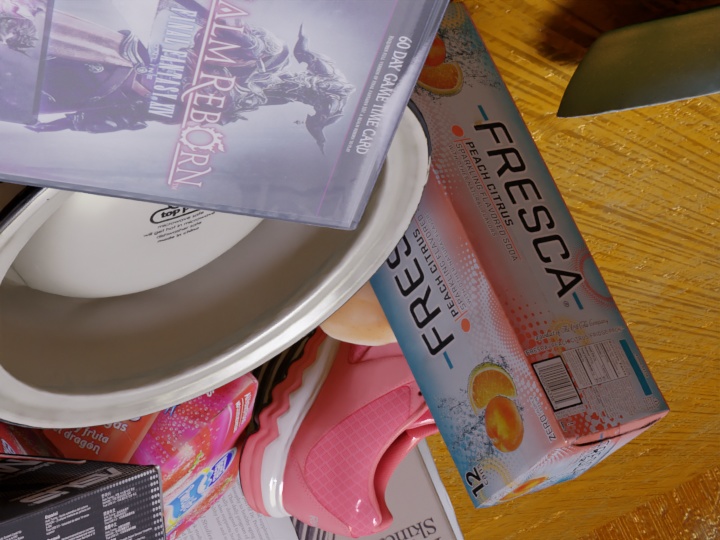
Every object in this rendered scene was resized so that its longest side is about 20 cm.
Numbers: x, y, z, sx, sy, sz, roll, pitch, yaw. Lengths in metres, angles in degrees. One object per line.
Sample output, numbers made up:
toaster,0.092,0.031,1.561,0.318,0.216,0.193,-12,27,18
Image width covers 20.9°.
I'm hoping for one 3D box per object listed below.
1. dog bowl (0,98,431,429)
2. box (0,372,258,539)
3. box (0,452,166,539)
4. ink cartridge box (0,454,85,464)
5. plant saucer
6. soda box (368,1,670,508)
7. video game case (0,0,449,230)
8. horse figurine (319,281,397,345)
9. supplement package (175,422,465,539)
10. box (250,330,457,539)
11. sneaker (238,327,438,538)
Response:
dog bowl,-0.076,-0.029,0.737,0.199,0.074,0.200,-24,152,-14
box,-0.123,0.084,0.996,0.100,0.095,0.200,-41,169,-20
box,-0.204,0.119,0.818,0.159,0.045,0.200,0,-171,35
ink cartridge box,-0.239,0.089,0.803,0.160,0.050,0.200,0,170,36
plant saucer,0.184,-0.109,0.895,0.199,0.036,0.200,-13,-174,1
soda box,0.045,-0.009,0.802,0.063,0.201,0.068,-10,158,-39
video game case,-0.082,-0.069,0.568,0.199,0.019,0.143,9,147,-10
horse figurine,0.000,0.000,0.887,0.132,0.199,0.050,-10,118,-45
supplement package,-0.052,0.159,1.188,0.199,0.153,0.151,-23,-166,-7
box,-0.010,0.097,1.054,0.082,0.201,0.068,-24,164,-3
sneaker,0.018,0.043,0.989,0.201,0.086,0.074,-66,157,-5
